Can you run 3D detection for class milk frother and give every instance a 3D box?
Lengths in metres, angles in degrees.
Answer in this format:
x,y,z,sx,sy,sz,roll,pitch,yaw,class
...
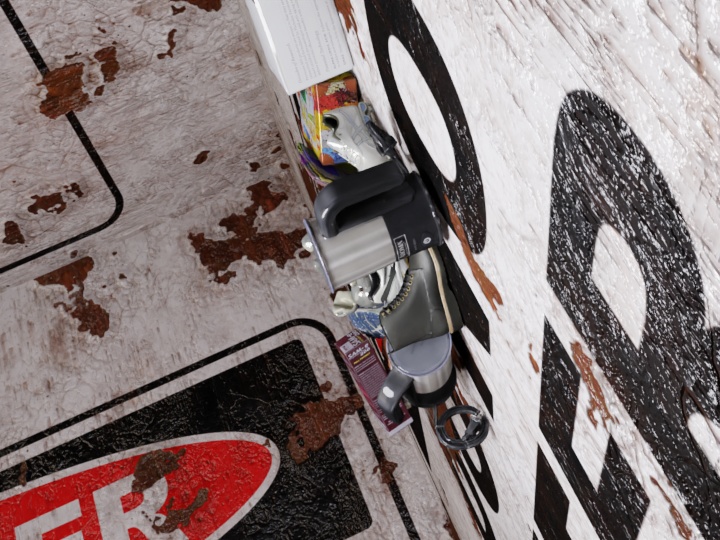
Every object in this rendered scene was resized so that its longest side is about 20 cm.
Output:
x,y,z,sx,sy,sz,roll,pitch,yaw,class
0.140,0.201,1.591,0.189,0.196,0.184,70,-143,-64,milk frother
0.000,-0.104,1.365,0.201,0.185,0.183,-119,8,-55,milk frother

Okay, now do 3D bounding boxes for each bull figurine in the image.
x,y,z,sx,sy,sz,roll,pitch,yaw,class
0.090,0.209,1.894,0.201,0.064,0.123,60,-173,-49,bull figurine

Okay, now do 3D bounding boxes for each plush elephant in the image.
x,y,z,sx,sy,sz,roll,pitch,yaw,class
0.000,0.000,1.714,0.156,0.162,0.202,61,175,44,plush elephant

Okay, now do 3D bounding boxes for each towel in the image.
x,y,z,sx,sy,sz,roll,pitch,yaw,class
-0.042,-0.180,1.677,0.141,0.023,0.201,20,-161,-23,towel

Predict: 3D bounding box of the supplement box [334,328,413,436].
x,y,z,sx,sy,sz,roll,pitch,yaw,class
0.027,0.229,1.857,0.203,0.060,0.109,61,172,-14,supplement box

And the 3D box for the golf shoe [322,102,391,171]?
x,y,z,sx,sy,sz,roll,pitch,yaw,class
-0.008,-0.197,1.503,0.079,0.095,0.202,105,152,-44,golf shoe

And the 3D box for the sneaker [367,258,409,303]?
x,y,z,sx,sy,sz,roll,pitch,yaw,class
0.026,-0.043,1.530,0.075,0.086,0.205,170,83,-72,sneaker

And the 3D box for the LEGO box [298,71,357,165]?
x,y,z,sx,sy,sz,roll,pitch,yaw,class
-0.062,-0.304,1.687,0.201,0.075,0.152,-120,24,-62,LEGO box

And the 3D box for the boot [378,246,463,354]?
x,y,z,sx,sy,sz,roll,pitch,yaw,class
0.075,0.027,1.487,0.077,0.136,0.204,171,77,-84,boot

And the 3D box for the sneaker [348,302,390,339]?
x,y,z,sx,sy,sz,roll,pitch,yaw,class
0.059,0.080,1.832,0.198,0.086,0.078,-13,120,45,sneaker

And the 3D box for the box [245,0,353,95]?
x,y,z,sx,sy,sz,roll,pitch,yaw,class
-0.120,-0.447,1.586,0.200,0.128,0.203,-120,10,-60,box
